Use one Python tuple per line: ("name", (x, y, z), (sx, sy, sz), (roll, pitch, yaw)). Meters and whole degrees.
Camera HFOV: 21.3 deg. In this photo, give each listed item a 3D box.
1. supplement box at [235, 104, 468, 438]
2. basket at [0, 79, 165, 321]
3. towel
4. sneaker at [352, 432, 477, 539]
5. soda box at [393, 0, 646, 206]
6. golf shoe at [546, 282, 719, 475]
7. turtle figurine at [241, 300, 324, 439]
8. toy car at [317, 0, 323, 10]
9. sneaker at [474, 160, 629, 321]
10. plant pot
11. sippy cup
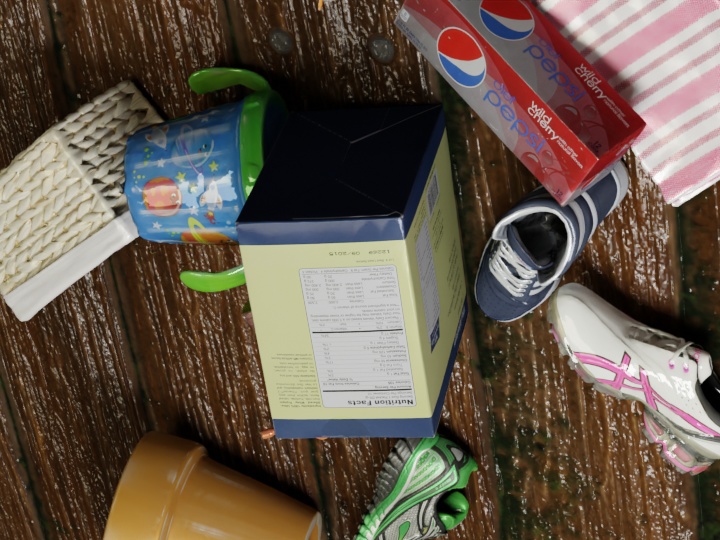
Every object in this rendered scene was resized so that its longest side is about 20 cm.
("supplement box", (0.000, 0.000, 1.552), (0.133, 0.200, 0.201), (-1, 120, 14))
("basket", (-0.258, -0.065, 1.748), (0.200, 0.136, 0.124), (-33, 96, 43))
("towel", (0.226, -0.157, 1.429), (0.200, 0.030, 0.146), (51, 133, -5))
("sneaker", (0.048, 0.230, 1.773), (0.085, 0.078, 0.201), (29, 133, 10))
("soda box", (0.119, -0.150, 1.455), (0.200, 0.063, 0.070), (48, 145, 11))
("golf shoe", (0.238, 0.073, 1.546), (0.200, 0.073, 0.092), (42, 128, -12))
("turtle figurine", (-0.049, 0.094, 1.757), (0.199, 0.064, 0.162), (-15, 110, 40))
("toy car", (-0.020, -0.281, 1.455), (0.183, 0.178, 0.200), (9, 165, -2))
("sneaker", (0.131, -0.010, 1.536), (0.070, 0.108, 0.200), (41, 133, 5))
("plant pot", (-0.140, 0.274, 1.868), (0.182, 0.201, 0.201), (12, 127, 8))
("sippy cup", (-0.126, -0.078, 1.618), (0.129, 0.178, 0.140), (-5, 119, 12))
